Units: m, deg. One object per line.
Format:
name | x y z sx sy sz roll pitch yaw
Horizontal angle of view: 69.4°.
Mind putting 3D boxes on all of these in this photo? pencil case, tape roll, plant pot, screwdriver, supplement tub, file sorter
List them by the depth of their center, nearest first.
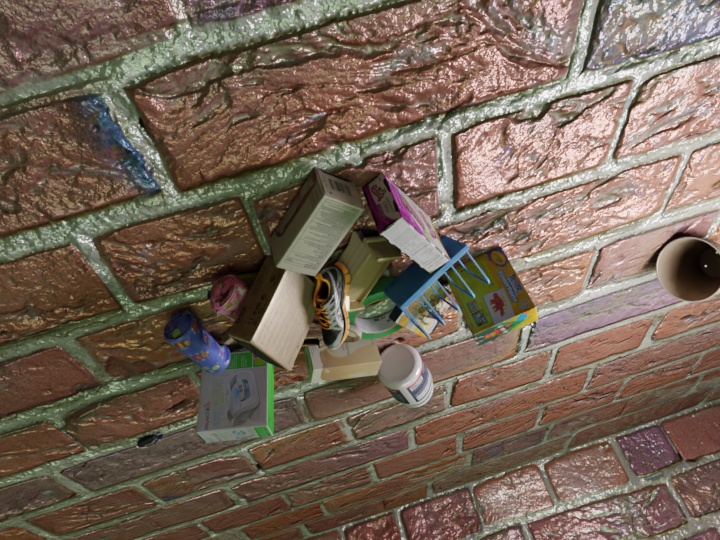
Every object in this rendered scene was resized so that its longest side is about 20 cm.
pencil case | -0.254 0.088 1.174 0.086 0.083 0.200 -33 142 9
file sorter | 0.176 0.039 1.201 0.200 0.139 0.123 -42 108 -2
pencil case | -0.386 0.171 1.238 0.077 0.087 0.201 -25 142 1
tape roll | 0.048 0.102 1.369 0.197 0.049 0.202 -11 140 -10
plant pot | 1.027 -0.013 1.561 0.198 0.188 0.188 -8 142 -36
screwdriver | -0.581 0.498 1.576 0.197 0.028 0.029 -15 112 0
supplement tub | 0.140 0.325 1.590 0.139 0.142 0.201 -25 141 7

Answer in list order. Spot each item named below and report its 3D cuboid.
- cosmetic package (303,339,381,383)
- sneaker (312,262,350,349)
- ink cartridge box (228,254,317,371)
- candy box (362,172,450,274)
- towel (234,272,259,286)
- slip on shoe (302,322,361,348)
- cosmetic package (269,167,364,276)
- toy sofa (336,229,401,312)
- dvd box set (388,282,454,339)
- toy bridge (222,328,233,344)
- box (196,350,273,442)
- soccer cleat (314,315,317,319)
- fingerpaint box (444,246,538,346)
cosmetic package | -0.051 0.241 1.445 0.197 0.106 0.072 -5 139 -20
sneaker | -0.074 0.084 1.189 0.077 0.078 0.203 -12 107 -46
ink cartridge box | -0.180 0.094 1.150 0.074 0.202 0.165 9 154 31
candy box | 0.098 -0.095 1.091 0.061 0.138 0.199 -34 140 19
towel | -0.256 0.076 1.239 0.085 0.018 0.202 -11 139 -20
slip on shoe | -0.096 0.171 1.334 0.197 0.061 0.076 8 144 -6
cosmetic package | -0.092 -0.093 1.053 0.102 0.088 0.200 14 129 -36
toy sofa | 0.000 0.000 1.212 0.082 0.098 0.201 -8 142 -43
dvd box set | 0.166 0.092 1.354 0.147 0.029 0.199 -57 143 1
toy bridge | -0.260 0.190 1.358 0.067 0.027 0.199 -38 138 20
box | -0.312 0.317 1.321 0.173 0.202 0.097 -4 148 -1
soccer cleat | -0.187 0.143 1.278 0.199 0.077 0.067 -40 138 11
fingerpaint box | 0.328 0.064 1.320 0.165 0.202 0.074 -26 142 7
